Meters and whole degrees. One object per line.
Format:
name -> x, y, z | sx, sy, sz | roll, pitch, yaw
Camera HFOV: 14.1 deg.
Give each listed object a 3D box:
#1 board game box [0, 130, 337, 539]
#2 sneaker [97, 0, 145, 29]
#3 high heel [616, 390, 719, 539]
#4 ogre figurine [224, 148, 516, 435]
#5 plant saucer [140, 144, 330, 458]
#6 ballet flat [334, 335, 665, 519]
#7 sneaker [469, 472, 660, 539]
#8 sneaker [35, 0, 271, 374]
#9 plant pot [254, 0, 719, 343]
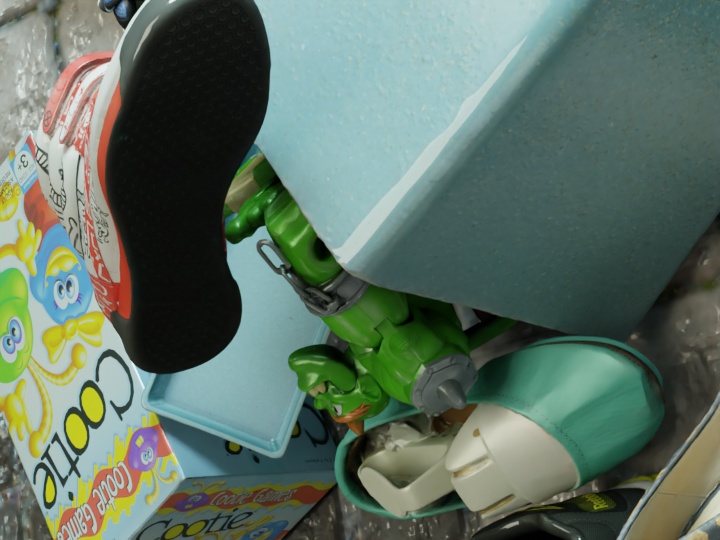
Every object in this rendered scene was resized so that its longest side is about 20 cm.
board game box -> -0.109, 0.043, 1.410 | 0.103, 0.105, 0.200 | -47, 57, 36
sneaker -> -0.119, -0.161, 1.442 | 0.200, 0.078, 0.089 | 17, 99, 45
high heel -> 0.155, 0.037, 1.101 | 0.071, 0.142, 0.201 | 10, 97, 46
ogre figurine -> 0.000, 0.000, 1.225 | 0.120, 0.098, 0.200 | 50, 165, -10
plant saucer -> -0.032, -0.019, 1.326 | 0.070, 0.019, 0.200 | 20, 84, 5
ballet flat -> 0.053, 0.078, 1.239 | 0.067, 0.070, 0.200 | 48, 151, -15
sneaker -> 0.058, 0.138, 1.247 | 0.200, 0.084, 0.075 | -38, 62, 39
sneaker -> -0.087, -0.061, 1.123 | 0.202, 0.067, 0.108 | 95, 151, -48
plant pot -> 0.068, -0.118, 1.169 | 0.200, 0.196, 0.196 | -48, 56, 21
